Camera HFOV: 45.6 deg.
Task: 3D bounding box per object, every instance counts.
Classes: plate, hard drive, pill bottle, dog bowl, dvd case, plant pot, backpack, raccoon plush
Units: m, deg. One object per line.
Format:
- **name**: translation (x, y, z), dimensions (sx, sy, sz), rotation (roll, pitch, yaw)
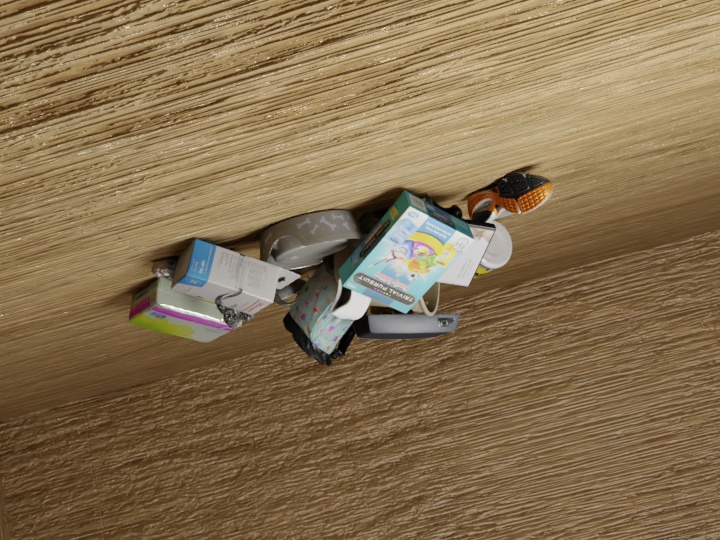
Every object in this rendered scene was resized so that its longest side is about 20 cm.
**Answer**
- **plate**: translation (-0.235, 0.057, 1.983), dimensions (0.196, 0.033, 0.200), rotation (-14, -175, 13)
- **hard drive**: translation (0.093, 0.115, 1.771), dimensions (0.196, 0.043, 0.135), rotation (0, 169, -17)
- **pill bottle**: translation (0.257, -0.039, 2.013), dimensions (0.113, 0.116, 0.200), rotation (-9, 170, -27)
- **dog bowl**: translation (-0.090, -0.054, 1.533), dimensions (0.197, 0.060, 0.200), rotation (-14, 171, -2)
- **dvd case**: translation (0.131, -0.040, 1.551), dimensions (0.196, 0.018, 0.144), rotation (8, 130, -16)
- **plant pot**: translation (0.050, -0.005, 1.719), dimensions (0.180, 0.204, 0.200), rotation (-5, 174, 17)
- **backpack**: translation (-0.073, 0.085, 1.911), dimensions (0.201, 0.167, 0.126), rotation (-50, 141, 7)
- **raccoon plush**: translation (-0.286, 0.045, 1.579), dimensions (0.197, 0.136, 0.096), rotation (-9, 172, -31)

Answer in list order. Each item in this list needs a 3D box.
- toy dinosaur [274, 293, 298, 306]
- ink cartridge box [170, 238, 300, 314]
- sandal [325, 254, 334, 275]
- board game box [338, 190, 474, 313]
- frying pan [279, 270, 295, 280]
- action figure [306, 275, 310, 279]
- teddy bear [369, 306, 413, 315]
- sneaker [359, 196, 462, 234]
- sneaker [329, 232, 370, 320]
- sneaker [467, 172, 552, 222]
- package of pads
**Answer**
- **toy dinosaur**: translation (-0.233, 0.041, 1.834), dimensions (0.196, 0.079, 0.102), rotation (-1, 174, -13)
- **ink cartridge box**: translation (-0.217, 0.020, 1.493), dimensions (0.197, 0.069, 0.116), rotation (19, 159, -21)
- **sandal**: translation (0.020, -0.037, 1.834), dimensions (0.196, 0.083, 0.055), rotation (-7, 149, 0)
- **board game box**: translation (0.079, -0.027, 1.505), dimensions (0.149, 0.047, 0.200), rotation (23, 123, -29)
- **frying pan**: translation (-0.174, 0.008, 1.906), dimensions (0.187, 0.031, 0.115), rotation (-11, 173, -3)
- **action figure**: translation (-0.043, 0.037, 2.043), dimensions (0.118, 0.103, 0.199), rotation (-34, 163, 29)
- **teddy bear**: translation (0.056, 0.023, 1.868), dimensions (0.142, 0.202, 0.067), rotation (6, 140, 0)
- **sneaker**: translation (0.097, -0.098, 1.552), dimensions (0.196, 0.067, 0.092), rotation (6, 127, -12)
- **sneaker**: translation (0.000, 0.000, 1.603), dimensions (0.075, 0.203, 0.088), rotation (27, -169, 32)
- **sneaker**: translation (0.291, -0.142, 1.599), dimensions (0.091, 0.077, 0.199), rotation (-17, -178, -36)
- **package of pads**: translation (-0.357, 0.085, 1.752), dimensions (0.198, 0.069, 0.154), rotation (19, 152, -32)
